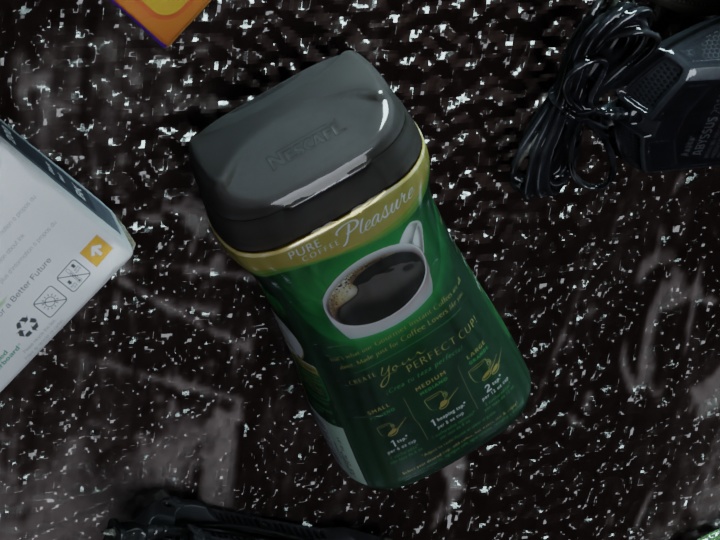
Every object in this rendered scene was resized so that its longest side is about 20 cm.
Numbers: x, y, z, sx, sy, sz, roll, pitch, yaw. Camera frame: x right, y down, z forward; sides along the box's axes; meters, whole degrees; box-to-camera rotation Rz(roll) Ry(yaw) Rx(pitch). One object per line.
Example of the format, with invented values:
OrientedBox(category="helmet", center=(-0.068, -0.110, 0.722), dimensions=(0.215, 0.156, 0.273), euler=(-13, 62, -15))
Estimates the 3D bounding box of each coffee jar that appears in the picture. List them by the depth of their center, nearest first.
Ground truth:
OrientedBox(category="coffee jar", center=(0.000, 0.000, 1.129), dimensions=(0.104, 0.085, 0.200), euler=(-29, 128, -5))

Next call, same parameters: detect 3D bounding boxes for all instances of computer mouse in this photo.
OrientedBox(category="computer mouse", center=(0.173, -0.095, 1.174), dimensions=(0.199, 0.053, 0.139), euler=(-2, 144, -20))

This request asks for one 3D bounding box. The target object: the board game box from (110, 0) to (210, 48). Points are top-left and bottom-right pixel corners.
OrientedBox(category="board game box", center=(-0.098, -0.244, 0.867), dimensions=(0.200, 0.200, 0.200), euler=(-46, 127, 5))

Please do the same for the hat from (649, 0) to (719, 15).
OrientedBox(category="hat", center=(0.197, -0.197, 1.114), dimensions=(0.200, 0.081, 0.201), euler=(-13, 123, -21))

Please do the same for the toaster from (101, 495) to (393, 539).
OrientedBox(category="toaster", center=(-0.059, 0.196, 1.199), dimensions=(0.200, 0.114, 0.129), euler=(14, 113, -33))

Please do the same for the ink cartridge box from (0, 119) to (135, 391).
OrientedBox(category="ink cartridge box", center=(-0.230, 0.000, 1.043), dimensions=(0.198, 0.043, 0.200), euler=(-46, 128, 3))

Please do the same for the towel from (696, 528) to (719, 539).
OrientedBox(category="towel", center=(0.226, 0.193, 1.394), dimensions=(0.200, 0.031, 0.149), euler=(-27, 129, -13))
